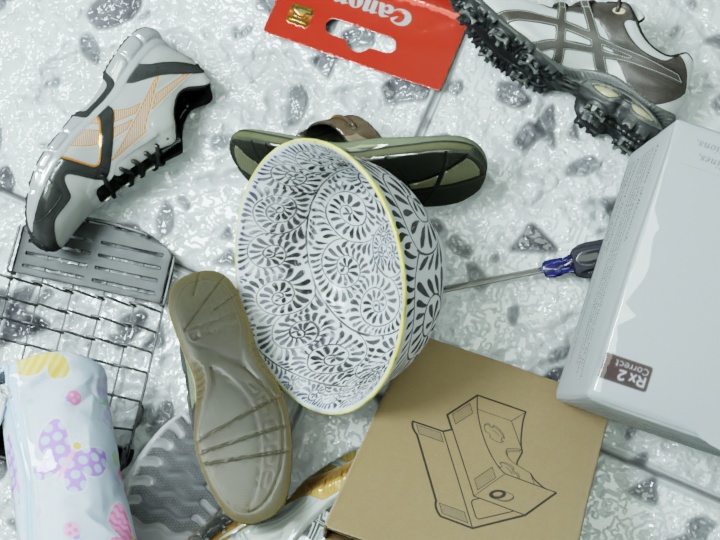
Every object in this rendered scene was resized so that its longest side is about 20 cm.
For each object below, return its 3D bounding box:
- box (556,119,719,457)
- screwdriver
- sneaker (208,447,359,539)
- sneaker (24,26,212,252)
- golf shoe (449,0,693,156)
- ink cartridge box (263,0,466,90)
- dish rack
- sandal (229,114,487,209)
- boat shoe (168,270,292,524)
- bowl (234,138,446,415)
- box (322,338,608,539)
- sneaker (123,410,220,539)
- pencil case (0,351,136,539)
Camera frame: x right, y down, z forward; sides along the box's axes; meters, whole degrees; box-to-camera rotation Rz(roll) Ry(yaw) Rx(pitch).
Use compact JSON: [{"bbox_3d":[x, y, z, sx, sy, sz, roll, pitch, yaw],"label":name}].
[{"bbox_3d":[0.265,0.028,0.868,0.199,0.131,0.200,19,85,0],"label":"box"},{"bbox_3d":[0.125,0.003,0.964,0.200,0.029,0.028,-13,80,12],"label":"screwdriver"},{"bbox_3d":[-0.023,0.199,0.935,0.200,0.076,0.088,-32,92,7],"label":"sneaker"},{"bbox_3d":[-0.190,-0.097,0.984,0.080,0.074,0.200,30,78,5],"label":"sneaker"},{"bbox_3d":[0.162,-0.177,0.960,0.200,0.078,0.095,35,84,0],"label":"golf shoe"},{"bbox_3d":[0.025,-0.264,1.001,0.160,0.047,0.200,20,83,10],"label":"ink cartridge box"},{"bbox_3d":[-0.231,0.055,0.985,0.153,0.055,0.200,12,83,8],"label":"dish rack"},{"bbox_3d":[-0.001,-0.088,0.974,0.201,0.080,0.057,2,54,6],"label":"sandal"},{"bbox_3d":[-0.095,0.098,0.939,0.072,0.066,0.201,-17,66,-6],"label":"boat shoe"},{"bbox_3d":[0.000,0.000,0.925,0.201,0.094,0.201,12,106,49],"label":"bowl"},{"bbox_3d":[0.083,0.139,0.882,0.163,0.021,0.200,18,42,9],"label":"box"},{"bbox_3d":[-0.167,0.195,0.946,0.075,0.082,0.200,35,67,-18],"label":"sneaker"},{"bbox_3d":[-0.205,0.156,0.870,0.083,0.091,0.200,-23,63,10],"label":"pencil case"}]
